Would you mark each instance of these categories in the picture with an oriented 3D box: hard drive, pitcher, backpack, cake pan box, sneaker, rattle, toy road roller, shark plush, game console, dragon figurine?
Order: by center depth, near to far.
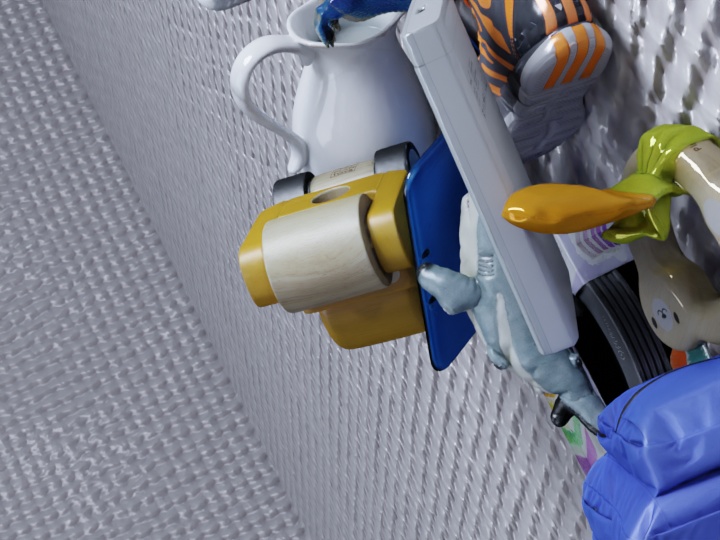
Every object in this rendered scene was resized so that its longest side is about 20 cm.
[{"bbox_3d":[0.209,0.132,0.876,0.200,0.161,0.170,84,171,-87],"label":"backpack"},{"bbox_3d":[0.164,0.026,0.918,0.130,0.142,0.202,34,144,31],"label":"rattle"},{"bbox_3d":[0.078,-0.063,0.936,0.132,0.026,0.202,-76,-38,-71],"label":"hard drive"},{"bbox_3d":[0.100,-0.145,1.033,0.200,0.077,0.113,120,130,-62],"label":"sneaker"},{"bbox_3d":[0.115,0.035,1.063,0.083,0.090,0.202,-42,63,44],"label":"shark plush"},{"bbox_3d":[0.174,0.064,1.115,0.186,0.052,0.200,62,166,12],"label":"cake pan box"},{"bbox_3d":[-0.016,-0.234,1.156,0.200,0.099,0.059,45,-155,-15],"label":"dragon figurine"},{"bbox_3d":[0.060,-0.061,1.198,0.171,0.117,0.201,-125,18,-45],"label":"game console"},{"bbox_3d":[0.000,0.000,1.213,0.200,0.122,0.147,-64,-44,-67],"label":"toy road roller"},{"bbox_3d":[-0.022,-0.130,1.293,0.121,0.170,0.201,48,157,40],"label":"pitcher"}]

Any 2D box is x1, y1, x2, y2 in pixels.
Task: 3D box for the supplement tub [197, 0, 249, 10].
[{"bbox_3d":[-0.034,-0.263,1.055,0.123,0.198,0.123,60,165,27],"label":"supplement tub"}]
